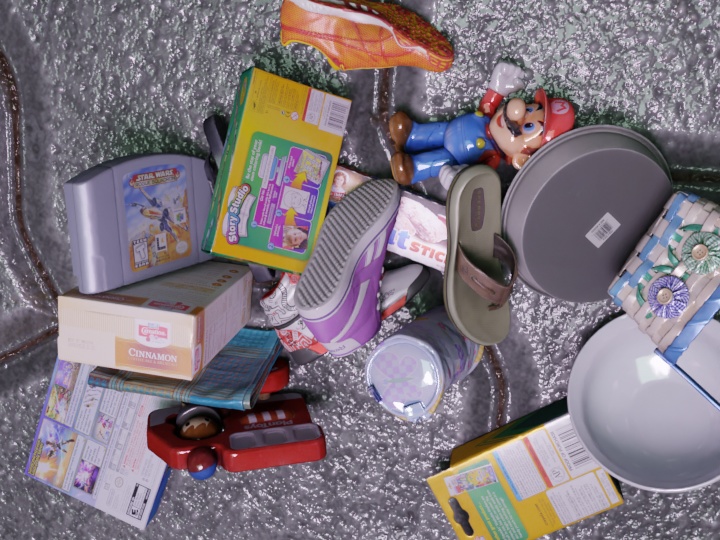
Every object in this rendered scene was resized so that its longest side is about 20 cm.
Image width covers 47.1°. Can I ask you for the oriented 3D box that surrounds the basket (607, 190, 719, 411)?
[{"bbox_3d":[0.354,0.033,0.803,0.199,0.139,0.178,36,106,17],"label":"basket"}]

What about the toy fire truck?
[{"bbox_3d":[-0.148,0.184,0.961,0.196,0.168,0.114,-4,104,-13],"label":"toy fire truck"}]

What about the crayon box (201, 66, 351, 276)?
[{"bbox_3d":[-0.092,-0.104,0.903,0.117,0.058,0.203,13,90,-23],"label":"crayon box"}]

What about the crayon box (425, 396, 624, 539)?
[{"bbox_3d":[0.194,0.251,0.987,0.198,0.052,0.127,-28,97,15],"label":"crayon box"}]

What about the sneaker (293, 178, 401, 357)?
[{"bbox_3d":[-0.001,0.000,0.904,0.072,0.202,0.115,7,144,36],"label":"sneaker"}]

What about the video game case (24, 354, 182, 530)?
[{"bbox_3d":[-0.327,0.211,1.079,0.179,0.045,0.203,23,106,3],"label":"video game case"}]

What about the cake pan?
[{"bbox_3d":[0.246,-0.051,0.874,0.197,0.037,0.203,-5,117,-9],"label":"cake pan"}]

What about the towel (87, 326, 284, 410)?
[{"bbox_3d":[-0.201,0.102,0.979,0.196,0.147,0.022,8,121,10],"label":"towel"}]

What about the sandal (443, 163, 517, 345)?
[{"bbox_3d":[0.128,-0.007,0.851,0.079,0.057,0.204,-24,121,-27],"label":"sandal"}]

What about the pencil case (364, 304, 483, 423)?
[{"bbox_3d":[0.076,0.095,0.896,0.083,0.200,0.091,-38,85,22],"label":"pencil case"}]

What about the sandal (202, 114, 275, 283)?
[{"bbox_3d":[-0.149,-0.079,0.958,0.042,0.076,0.203,-15,100,7],"label":"sandal"}]

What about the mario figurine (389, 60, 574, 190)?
[{"bbox_3d":[0.126,-0.153,0.876,0.197,0.106,0.126,-9,100,14],"label":"mario figurine"}]

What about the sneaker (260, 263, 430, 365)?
[{"bbox_3d":[-0.025,0.020,0.965,0.200,0.067,0.109,-32,98,19],"label":"sneaker"}]

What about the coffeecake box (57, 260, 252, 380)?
[{"bbox_3d":[-0.224,0.044,0.939,0.151,0.200,0.074,8,106,9],"label":"coffeecake box"}]

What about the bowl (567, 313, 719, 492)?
[{"bbox_3d":[0.330,0.149,0.896,0.198,0.091,0.204,-12,57,20],"label":"bowl"}]

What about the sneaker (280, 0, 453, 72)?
[{"bbox_3d":[0.007,-0.252,0.904,0.197,0.073,0.078,20,128,9],"label":"sneaker"}]

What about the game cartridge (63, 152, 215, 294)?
[{"bbox_3d":[-0.236,-0.062,0.919,0.041,0.199,0.136,11,109,30],"label":"game cartridge"}]

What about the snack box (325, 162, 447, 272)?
[{"bbox_3d":[0.045,-0.058,0.955,0.197,0.024,0.073,21,106,5],"label":"snack box"}]
